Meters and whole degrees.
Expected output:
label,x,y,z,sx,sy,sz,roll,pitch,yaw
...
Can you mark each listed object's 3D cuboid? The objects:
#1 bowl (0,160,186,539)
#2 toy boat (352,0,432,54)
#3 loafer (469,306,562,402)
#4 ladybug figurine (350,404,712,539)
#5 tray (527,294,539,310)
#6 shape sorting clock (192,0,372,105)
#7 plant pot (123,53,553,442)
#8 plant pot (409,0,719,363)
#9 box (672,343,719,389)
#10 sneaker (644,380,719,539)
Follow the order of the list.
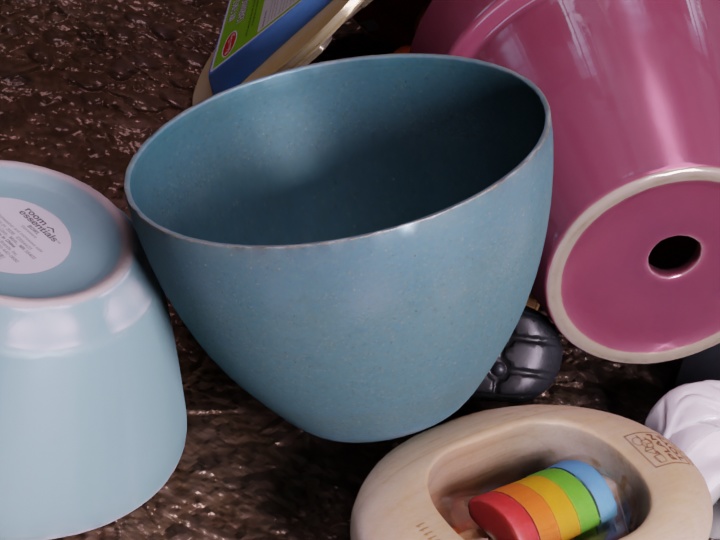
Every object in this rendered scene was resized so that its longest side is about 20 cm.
label,x,y,z,sx,sy,sz,roll,pitch,yaw
bowl,-0.171,0.023,1.100,0.199,0.106,0.201,11,35,-8
toy boat,0.052,-0.144,1.423,0.130,0.131,0.200,40,-7,-35
loafer,0.006,0.029,1.210,0.199,0.069,0.070,13,-2,7
ladybug figurine,0.079,0.126,1.082,0.199,0.072,0.136,-14,43,-36
tray,0.013,-0.031,1.312,0.199,0.037,0.099,20,34,7
shape sorting clock,-0.025,-0.162,1.363,0.039,0.199,0.200,47,28,-20
plant pot,0.000,0.000,1.098,0.198,0.136,0.200,-9,27,4
plant pot,0.135,-0.059,1.200,0.198,0.201,0.180,4,40,-17
box,0.272,0.017,1.311,0.140,0.079,0.200,20,34,13
sneaker,0.240,0.122,1.168,0.198,0.078,0.100,6,42,-1
